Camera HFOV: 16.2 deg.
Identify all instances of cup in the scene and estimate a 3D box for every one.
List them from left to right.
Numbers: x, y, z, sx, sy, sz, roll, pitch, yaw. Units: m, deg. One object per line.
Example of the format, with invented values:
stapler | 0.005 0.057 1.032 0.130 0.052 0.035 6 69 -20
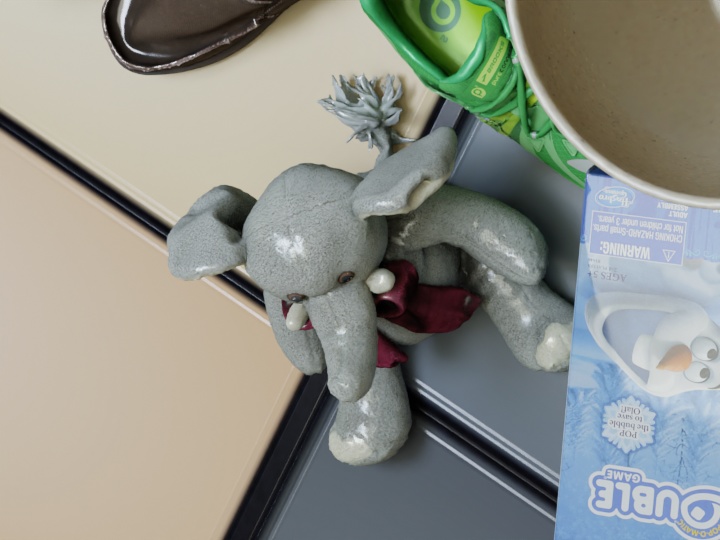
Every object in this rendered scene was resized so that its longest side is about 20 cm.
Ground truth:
cup | 0.184 -0.136 1.156 0.199 0.143 0.201 5 101 26

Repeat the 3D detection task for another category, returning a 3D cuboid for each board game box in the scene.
board game box | 0.198 0.059 1.204 0.199 0.043 0.200 7 105 16

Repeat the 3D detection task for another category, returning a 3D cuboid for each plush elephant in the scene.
plush elephant | 0.000 0.000 1.267 0.164 0.155 0.201 -19 91 28

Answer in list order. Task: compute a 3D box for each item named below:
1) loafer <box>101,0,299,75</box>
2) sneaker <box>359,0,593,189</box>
loafer | -0.064 -0.162 1.318 0.200 0.071 0.073 -28 86 28
sneaker | 0.078 -0.092 1.251 0.200 0.084 0.074 33 113 14
